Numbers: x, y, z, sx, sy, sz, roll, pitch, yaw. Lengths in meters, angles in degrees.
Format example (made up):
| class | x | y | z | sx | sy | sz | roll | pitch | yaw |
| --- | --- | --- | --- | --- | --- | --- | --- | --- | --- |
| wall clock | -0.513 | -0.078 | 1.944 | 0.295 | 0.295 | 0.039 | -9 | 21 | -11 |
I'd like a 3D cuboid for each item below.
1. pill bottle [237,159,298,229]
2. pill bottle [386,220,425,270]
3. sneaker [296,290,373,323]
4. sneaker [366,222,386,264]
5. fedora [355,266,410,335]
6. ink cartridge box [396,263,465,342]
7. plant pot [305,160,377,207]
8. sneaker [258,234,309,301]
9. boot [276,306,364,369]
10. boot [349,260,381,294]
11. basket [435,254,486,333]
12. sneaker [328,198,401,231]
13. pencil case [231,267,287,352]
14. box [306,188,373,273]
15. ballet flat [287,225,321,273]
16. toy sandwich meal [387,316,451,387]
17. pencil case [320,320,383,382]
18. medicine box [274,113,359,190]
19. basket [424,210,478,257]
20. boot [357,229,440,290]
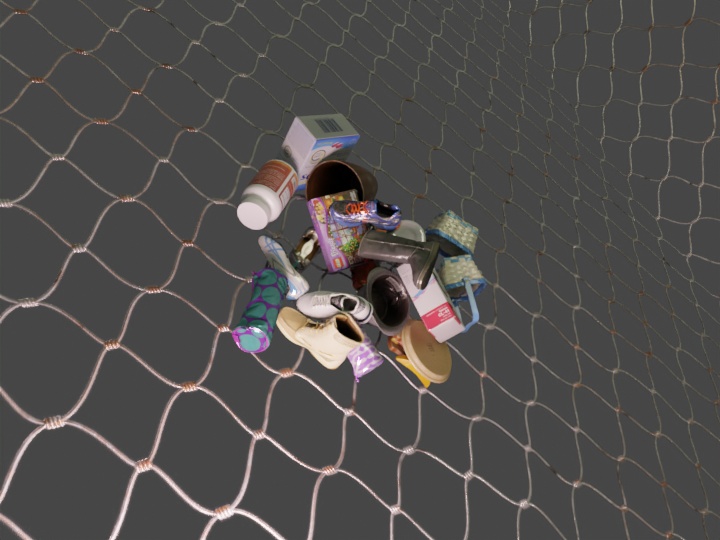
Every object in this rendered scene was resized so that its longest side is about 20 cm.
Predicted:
| class | x | y | z | sx | sy | sz | roll | pitch | yaw |
| --- | --- | --- | --- | --- | --- | --- | --- | --- | --- |
| pill bottle | -0.249 | -0.200 | 1.633 | 0.112 | 0.112 | 0.201 | 34 | 42 | -9 |
| pill bottle | 0.134 | -0.055 | 1.728 | 0.111 | 0.200 | 0.113 | -3 | 72 | 9 |
| sneaker | -0.071 | 0.078 | 1.466 | 0.080 | 0.199 | 0.077 | 37 | 58 | -61 |
| sneaker | 0.051 | -0.103 | 1.820 | 0.079 | 0.072 | 0.201 | 16 | 50 | 1 |
| fedora | 0.043 | 0.085 | 1.579 | 0.200 | 0.090 | 0.178 | -28 | 98 | -54 |
| ink cartridge box | 0.188 | 0.074 | 1.625 | 0.201 | 0.085 | 0.148 | 66 | 12 | 25 |
| plant pot | -0.032 | -0.236 | 1.798 | 0.187 | 0.187 | 0.200 | 48 | 29 | 7 |
| sneaker | -0.207 | -0.010 | 1.546 | 0.072 | 0.072 | 0.200 | -32 | 68 | -15 |
| boot | -0.096 | 0.133 | 1.437 | 0.200 | 0.155 | 0.073 | 42 | 49 | -1 |
| boot | 0.000 | 0.000 | 1.688 | 0.200 | 0.075 | 0.107 | 47 | 47 | 3 |
| basket | 0.288 | 0.066 | 1.753 | 0.138 | 0.176 | 0.202 | -5 | 73 | -8 |
| sneaker | 0.016 | -0.157 | 1.598 | 0.198 | 0.079 | 0.076 | 3 | 65 | -11 |
| pencil case | -0.233 | 0.088 | 1.426 | 0.092 | 0.085 | 0.201 | 11 | 45 | 2 |
| box | -0.048 | -0.105 | 1.637 | 0.136 | 0.039 | 0.201 | -17 | 87 | -26 |
| ballet flat | -0.134 | -0.069 | 1.644 | 0.072 | 0.072 | 0.201 | 35 | 42 | -7 |
| toy sandwich meal | 0.158 | 0.217 | 1.634 | 0.205 | 0.070 | 0.206 | 31 | 39 | -29 |
| pencil case | -0.026 | 0.168 | 1.521 | 0.085 | 0.084 | 0.201 | -33 | 73 | -8 |
| medicine box | -0.131 | -0.341 | 1.771 | 0.182 | 0.200 | 0.103 | -19 | 63 | -44 |
| basket | 0.264 | -0.067 | 1.896 | 0.176 | 0.139 | 0.201 | 35 | 69 | -12 |
| boot | 0.088 | -0.033 | 1.551 | 0.199 | 0.073 | 0.182 | 15 | 37 | 11 |
